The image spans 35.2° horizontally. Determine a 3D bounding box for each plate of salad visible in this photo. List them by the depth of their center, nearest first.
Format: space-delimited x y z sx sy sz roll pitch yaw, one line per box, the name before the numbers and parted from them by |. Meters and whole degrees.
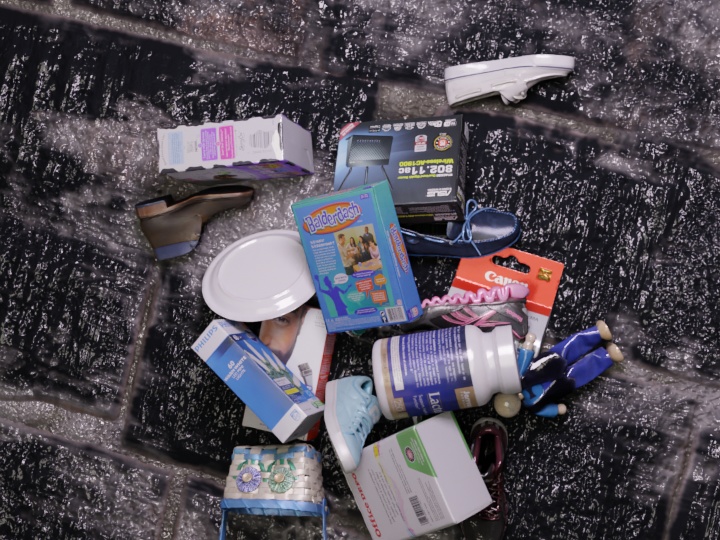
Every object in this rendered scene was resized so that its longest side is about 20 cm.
plate of salad | -0.145 0.012 1.744 0.197 0.048 0.201 -7 42 7

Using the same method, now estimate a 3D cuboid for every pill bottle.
pill bottle | 0.123 0.139 1.599 0.198 0.116 0.117 -10 86 10

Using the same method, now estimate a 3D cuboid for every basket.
basket | -0.133 0.367 1.722 0.174 0.139 0.203 -4 77 12

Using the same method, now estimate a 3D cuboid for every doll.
doll | 0.278 0.148 1.651 0.199 0.048 0.137 -32 106 -4

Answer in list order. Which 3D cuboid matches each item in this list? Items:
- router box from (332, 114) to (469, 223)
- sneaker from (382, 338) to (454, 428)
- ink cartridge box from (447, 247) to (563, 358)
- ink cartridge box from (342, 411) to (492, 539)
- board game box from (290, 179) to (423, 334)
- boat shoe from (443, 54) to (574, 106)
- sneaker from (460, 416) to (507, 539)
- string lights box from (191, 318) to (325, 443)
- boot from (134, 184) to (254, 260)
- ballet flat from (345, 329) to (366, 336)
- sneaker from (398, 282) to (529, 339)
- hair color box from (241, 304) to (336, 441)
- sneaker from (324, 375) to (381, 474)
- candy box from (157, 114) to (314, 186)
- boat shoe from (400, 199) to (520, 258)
router box | 0.060 -0.148 1.698 0.198 0.062 0.152 -3 63 17
sneaker | 0.080 0.194 1.727 0.082 0.071 0.202 -12 100 55
ink cartridge box | 0.202 0.065 1.702 0.158 0.047 0.202 17 94 13
ink cartridge box | 0.077 0.306 1.654 0.200 0.083 0.146 -34 78 50
board game box | -0.006 -0.017 1.643 0.151 0.045 0.202 -9 102 35
boat shoe | 0.222 -0.282 1.699 0.197 0.072 0.067 -4 91 14
sneaker | 0.178 0.319 1.662 0.075 0.115 0.203 1 88 8
string lights box | -0.150 0.161 1.689 0.200 0.103 0.059 44 101 12
boot | -0.256 -0.077 1.814 0.198 0.075 0.098 -8 104 13
ballet flat | 0.000 0.000 1.751 0.064 0.075 0.202 11 86 44
sneaker | 0.154 0.079 1.661 0.197 0.079 0.097 -10 85 8
hair color box | -0.107 0.152 1.764 0.110 0.064 0.203 10 89 14
sneaker | -0.006 0.216 1.680 0.081 0.201 0.074 -20 122 7
candy box | -0.189 -0.181 1.740 0.197 0.168 0.073 -5 87 12
boat shoe | 0.139 -0.058 1.698 0.198 0.069 0.085 -10 55 11
